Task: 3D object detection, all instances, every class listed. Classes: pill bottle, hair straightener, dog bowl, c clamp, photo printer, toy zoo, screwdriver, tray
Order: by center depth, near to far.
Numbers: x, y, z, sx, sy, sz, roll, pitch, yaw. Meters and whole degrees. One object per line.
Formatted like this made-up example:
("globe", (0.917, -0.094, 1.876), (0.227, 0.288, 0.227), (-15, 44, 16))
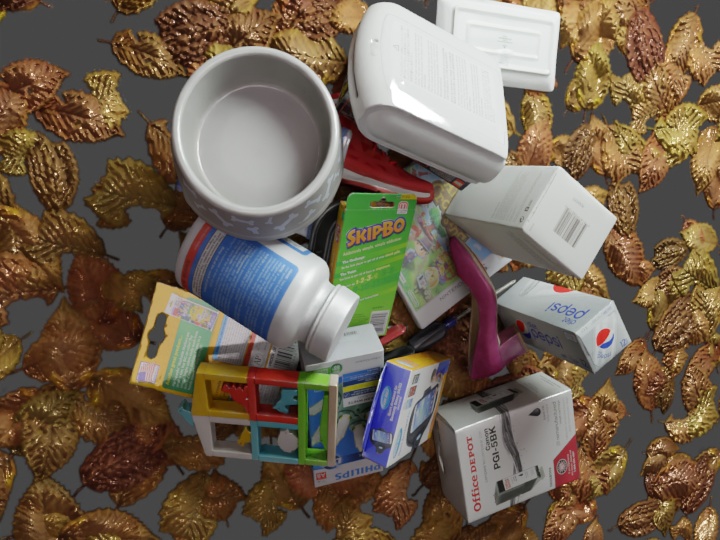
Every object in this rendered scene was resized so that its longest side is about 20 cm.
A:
("dog bowl", (-0.108, -0.139, 0.615), (0.192, 0.059, 0.208), (1, 81, -7))
("pill bottle", (-0.103, 0.017, 0.668), (0.196, 0.112, 0.115), (31, 89, 7))
("photo printer", (0.075, -0.205, 0.668), (0.194, 0.069, 0.172), (16, 59, -25))
("toy zoo", (-0.124, 0.174, 0.698), (0.192, 0.021, 0.135), (5, 120, 2))
("c clamp", (0.000, 0.000, 0.755), (0.165, 0.027, 0.206), (-5, 122, -22))
("hair straightener", (-0.011, 0.153, 0.794), (0.196, 0.041, 0.079), (-29, 105, -7))
("tray", (0.194, -0.315, 0.804), (0.193, 0.022, 0.112), (1, 99, -17))
("screwdriver", (0.151, 0.066, 0.849), (0.196, 0.028, 0.030), (-27, 135, -19))

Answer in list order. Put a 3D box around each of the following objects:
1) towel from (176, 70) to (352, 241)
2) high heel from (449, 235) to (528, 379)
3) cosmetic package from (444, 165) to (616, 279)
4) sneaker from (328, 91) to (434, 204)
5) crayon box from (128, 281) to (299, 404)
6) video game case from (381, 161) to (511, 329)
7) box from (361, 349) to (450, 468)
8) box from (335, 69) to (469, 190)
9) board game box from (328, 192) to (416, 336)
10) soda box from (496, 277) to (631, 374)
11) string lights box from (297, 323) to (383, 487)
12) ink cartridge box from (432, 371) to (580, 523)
("towel", (-0.116, -0.128, 0.687), (0.194, 0.024, 0.151), (20, 115, -4))
("high heel", (0.151, 0.056, 0.812), (0.094, 0.068, 0.203), (-29, 108, 11))
("cosmetic package", (0.201, -0.067, 0.726), (0.106, 0.200, 0.086), (33, 90, -21))
("sneaker", (0.011, -0.159, 0.730), (0.193, 0.078, 0.120), (15, 92, -7))
("crayon box", (-0.175, 0.097, 0.734), (0.194, 0.051, 0.130), (17, 93, -19))
("video game case", (0.107, -0.053, 0.815), (0.180, 0.022, 0.204), (-34, 106, -10))
("box", (0.062, 0.174, 0.755), (0.040, 0.199, 0.123), (16, 94, 22))
("box", (0.072, -0.210, 0.738), (0.196, 0.040, 0.141), (27, 58, -19))
("board game box", (0.007, -0.004, 0.721), (0.092, 0.030, 0.205), (-3, 124, -25))
("soda box", (0.263, 0.067, 0.786), (0.067, 0.200, 0.065), (-35, 105, -9))
("string lights box", (-0.023, 0.177, 0.754), (0.099, 0.059, 0.206), (-9, 120, -13))
("ink cartridge box", (0.215, 0.258, 0.861), (0.193, 0.083, 0.152), (-15, 103, -15))
